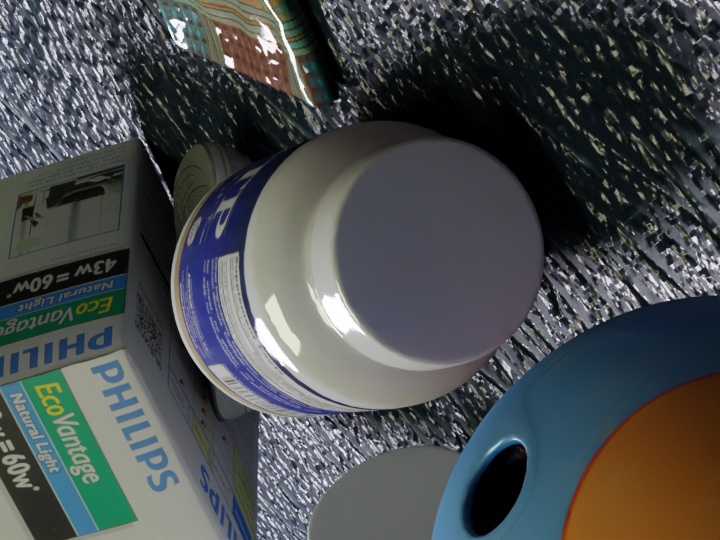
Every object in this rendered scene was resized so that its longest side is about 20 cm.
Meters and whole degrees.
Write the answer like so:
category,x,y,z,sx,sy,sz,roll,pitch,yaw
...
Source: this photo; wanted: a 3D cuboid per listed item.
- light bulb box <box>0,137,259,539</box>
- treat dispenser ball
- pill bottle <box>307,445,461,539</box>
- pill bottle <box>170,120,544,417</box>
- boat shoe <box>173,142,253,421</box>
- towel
category,x,y,z,sx,sy,sz,roll,pitch,yaw
light bulb box,-0.144,0.072,1.530,0.200,0.124,0.199,-91,-19,-55
treat dispenser ball,0.122,0.109,0.917,0.201,0.201,0.201,47,161,22
pill bottle,0.048,0.192,1.405,0.113,0.113,0.201,34,153,48
pill bottle,0.000,0.000,1.170,0.120,0.119,0.200,57,162,-7
boat shoe,-0.057,0.004,1.436,0.202,0.064,0.075,87,168,-51
towel,-0.087,-0.170,1.248,0.147,0.022,0.201,28,148,56
